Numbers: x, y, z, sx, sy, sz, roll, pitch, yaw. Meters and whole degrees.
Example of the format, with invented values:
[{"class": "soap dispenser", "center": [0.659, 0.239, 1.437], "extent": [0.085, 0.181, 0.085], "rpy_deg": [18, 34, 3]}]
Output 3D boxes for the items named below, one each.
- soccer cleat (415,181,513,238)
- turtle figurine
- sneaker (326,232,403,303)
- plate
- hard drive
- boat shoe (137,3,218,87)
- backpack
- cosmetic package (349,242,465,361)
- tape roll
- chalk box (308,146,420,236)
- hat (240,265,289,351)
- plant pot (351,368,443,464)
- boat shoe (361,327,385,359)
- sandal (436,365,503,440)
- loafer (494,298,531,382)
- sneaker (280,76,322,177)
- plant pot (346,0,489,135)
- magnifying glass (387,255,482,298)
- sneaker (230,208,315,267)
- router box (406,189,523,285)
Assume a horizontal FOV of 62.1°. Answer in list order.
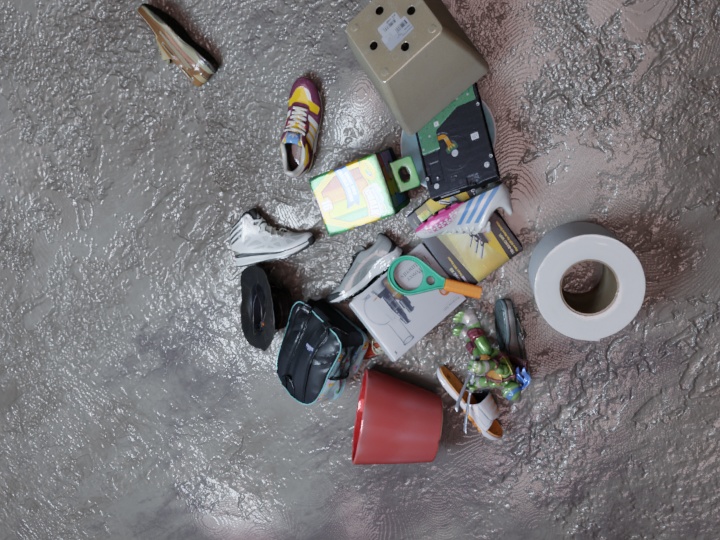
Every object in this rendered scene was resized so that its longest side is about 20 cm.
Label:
[{"class": "soccer cleat", "center": [0.204, -0.098, 1.167], "extent": [0.198, 0.070, 0.087], "rpy_deg": [-29, 91, 16]}, {"class": "turtle figurine", "center": [0.225, 0.194, 1.218], "extent": [0.199, 0.143, 0.196], "rpy_deg": [-38, 53, 22]}, {"class": "sneaker", "center": [0.000, 0.000, 1.297], "extent": [0.199, 0.074, 0.080], "rpy_deg": [-41, 84, 11]}, {"class": "plate", "center": [0.174, -0.258, 1.190], "extent": [0.196, 0.025, 0.205], "rpy_deg": [-1, 87, 25]}, {"class": "hard drive", "center": [0.179, -0.249, 1.150], "extent": [0.137, 0.038, 0.204], "rpy_deg": [-17, 78, 23]}, {"class": "boat shoe", "center": [-0.392, -0.469, 1.254], "extent": [0.200, 0.076, 0.074], "rpy_deg": [44, 111, -1]}, {"class": "backpack", "center": [-0.088, 0.183, 1.298], "extent": [0.175, 0.152, 0.203], "rpy_deg": [36, 106, 32]}, {"class": "cosmetic package", "center": [0.097, 0.066, 1.246], "extent": [0.199, 0.052, 0.151], "rpy_deg": [-40, 87, -9]}, {"class": "tape roll", "center": [0.435, 0.016, 1.170], "extent": [0.198, 0.139, 0.207], "rpy_deg": [3, 105, 10]}, {"class": "chalk box", "center": [0.020, -0.166, 1.203], "extent": [0.197, 0.124, 0.127], "rpy_deg": [-18, 100, 24]}, {"class": "hat", "center": [-0.202, 0.079, 1.329], "extent": [0.080, 0.200, 0.205], "rpy_deg": [-6, 108, -31]}, {"class": "plant pot", "center": [0.080, 0.330, 1.304], "extent": [0.173, 0.201, 0.205], "rpy_deg": [10, 106, -3]}, {"class": "boat shoe", "center": [0.054, 0.149, 1.322], "extent": [0.197, 0.063, 0.072], "rpy_deg": [-26, 100, 18]}, {"class": "sandal", "center": [0.251, 0.280, 1.303], "extent": [0.059, 0.079, 0.207], "rpy_deg": [-42, 91, 24]}, {"class": "loafer", "center": [0.326, 0.149, 1.272], "extent": [0.062, 0.072, 0.204], "rpy_deg": [-11, 109, -6]}, {"class": "sneaker", "center": [-0.124, -0.293, 1.232], "extent": [0.073, 0.090, 0.204], "rpy_deg": [6, 105, 10]}, {"class": "plant pot", "center": [0.086, -0.405, 1.087], "extent": [0.199, 0.176, 0.202], "rpy_deg": [-37, 73, 17]}, {"class": "magnifying glass", "center": [0.151, 0.023, 1.220], "extent": [0.196, 0.022, 0.081], "rpy_deg": [14, 79, -3]}, {"class": "sneaker", "center": [-0.202, -0.083, 1.308], "extent": [0.197, 0.076, 0.118], "rpy_deg": [-12, 103, 17]}, {"class": "router box", "center": [0.214, -0.081, 1.236], "extent": [0.156, 0.052, 0.201], "rpy_deg": [-37, 94, 17]}]
